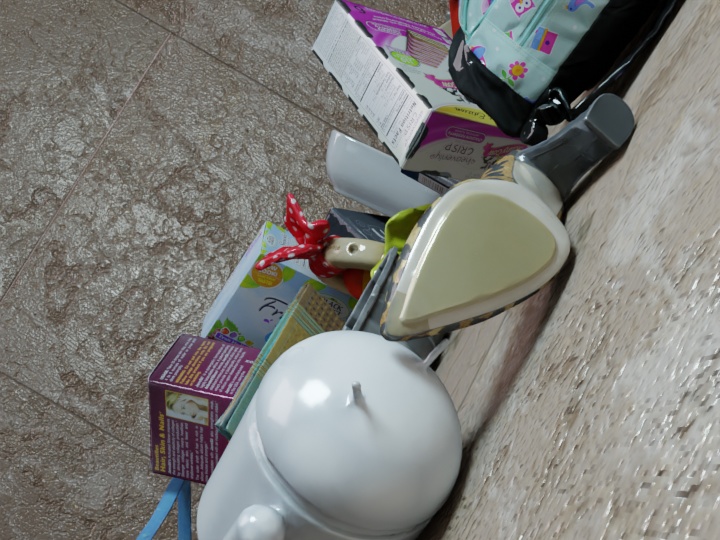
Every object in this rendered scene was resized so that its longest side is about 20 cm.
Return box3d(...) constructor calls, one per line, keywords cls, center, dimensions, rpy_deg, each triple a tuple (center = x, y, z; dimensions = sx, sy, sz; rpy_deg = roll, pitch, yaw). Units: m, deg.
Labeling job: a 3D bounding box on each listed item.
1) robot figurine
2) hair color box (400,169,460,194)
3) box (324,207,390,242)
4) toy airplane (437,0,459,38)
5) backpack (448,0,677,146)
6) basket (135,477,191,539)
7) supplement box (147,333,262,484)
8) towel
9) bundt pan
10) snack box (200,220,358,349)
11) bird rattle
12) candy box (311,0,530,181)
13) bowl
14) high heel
box3d(cls="robot figurine", center=(-0.018, 0.112, 0.534), dimensions=(0.169, 0.113, 0.201), rpy_deg=(-37, -19, -50))
box3d(cls="hair color box", center=(0.135, -0.183, 1.151), dimensions=(0.201, 0.099, 0.061), rpy_deg=(-61, -4, -7))
box3d(cls="box", center=(-0.014, 0.034, 1.298), dimensions=(0.122, 0.106, 0.201), rpy_deg=(4, -59, -48))
box3d(cls="toy airplane", center=(0.141, -0.245, 1.020), dimensions=(0.200, 0.140, 0.201), rpy_deg=(105, 146, -45))
box3d(cls="backpack", center=(0.146, -0.203, 0.665), dimensions=(0.201, 0.126, 0.167), rpy_deg=(-56, 0, 35))
box3d(cls="basket", center=(-0.222, 0.359, 1.134), dimensions=(0.177, 0.137, 0.202), rpy_deg=(-65, -27, -71))
box3d(cls="supplement box", center=(-0.127, 0.167, 1.110), dimensions=(0.103, 0.198, 0.132), rpy_deg=(-63, -19, -58))
box3d(cls="towel", center=(-0.046, 0.125, 0.945), dimensions=(0.022, 0.147, 0.201), rpy_deg=(-24, 25, 38))
box3d(cls="bundt pan", center=(0.011, 0.085, 0.844), dimensions=(0.203, 0.075, 0.202), rpy_deg=(-62, 1, 2))
box3d(cls="snack box", center=(-0.064, 0.058, 1.165), dimensions=(0.169, 0.199, 0.068), rpy_deg=(-52, 22, 32))
box3d(cls="bird rattle", center=(0.000, 0.000, 1.027), dimensions=(0.163, 0.198, 0.114), rpy_deg=(55, -144, -60))
box3d(cls="candy box", center=(0.058, -0.160, 0.891), dimensions=(0.061, 0.135, 0.201), rpy_deg=(-60, 43, 29))
box3d(cls="bowl", center=(0.041, -0.112, 1.334), dimensions=(0.200, 0.198, 0.075), rpy_deg=(-42, -24, -86))
box3d(cls="high heel", center=(0.065, -0.011, 0.573), dimensions=(0.200, 0.072, 0.143), rpy_deg=(-42, -1, -25))
